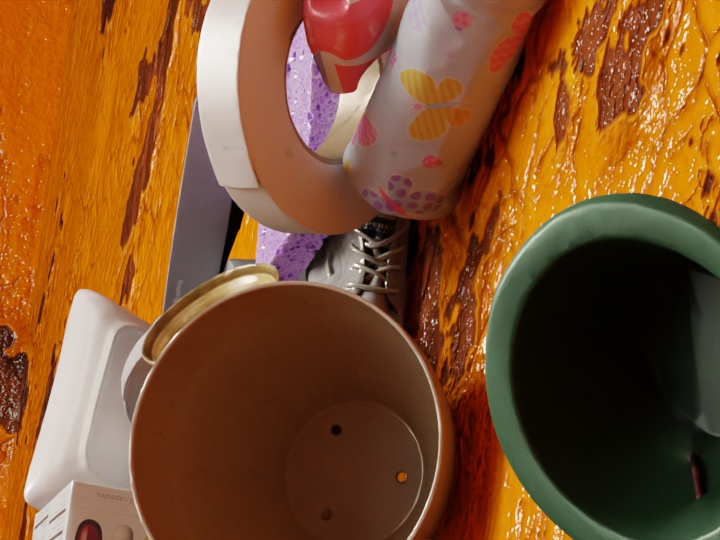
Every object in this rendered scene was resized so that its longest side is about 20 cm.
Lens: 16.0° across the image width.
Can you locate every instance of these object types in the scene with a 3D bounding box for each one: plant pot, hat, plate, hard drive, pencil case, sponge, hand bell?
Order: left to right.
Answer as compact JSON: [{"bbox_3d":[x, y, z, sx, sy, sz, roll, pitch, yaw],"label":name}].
[{"bbox_3d":[-0.147,0.129,1.955,0.032,0.200,0.200,-35,34,43],"label":"plate"},{"bbox_3d":[-0.106,-0.076,1.906,0.135,0.042,0.200,-73,-4,-52],"label":"hard drive"},{"bbox_3d":[-0.048,0.104,1.689,0.104,0.200,0.104,-28,23,13],"label":"hand bell"},{"bbox_3d":[-0.041,-0.096,1.804,0.112,0.030,0.200,125,153,-55],"label":"sponge"},{"bbox_3d":[-0.025,0.117,1.575,0.134,0.200,0.201,32,-116,-68],"label":"plant pot"},{"bbox_3d":[0.054,-0.126,1.601,0.091,0.083,0.200,-71,2,-52],"label":"pencil case"},{"bbox_3d":[0.167,0.037,1.161,0.200,0.176,0.166,36,118,33],"label":"hat"}]

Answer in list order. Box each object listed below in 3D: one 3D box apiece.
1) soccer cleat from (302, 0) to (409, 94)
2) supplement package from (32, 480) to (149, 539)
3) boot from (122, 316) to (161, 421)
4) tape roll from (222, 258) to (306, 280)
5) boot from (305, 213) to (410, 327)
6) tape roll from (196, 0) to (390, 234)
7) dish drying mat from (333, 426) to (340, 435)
[{"bbox_3d":[0.027,-0.191,1.660,0.200,0.067,0.077,-47,-36,-41],"label":"soccer cleat"},{"bbox_3d":[-0.128,0.229,1.808,0.156,0.200,0.111,139,139,-69],"label":"supplement package"},{"bbox_3d":[-0.140,0.069,1.842,0.200,0.073,0.096,100,163,-55],"label":"boot"},{"bbox_3d":[-0.066,0.091,1.876,0.200,0.066,0.201,180,90,-81],"label":"tape roll"},{"bbox_3d":[0.000,0.000,1.736,0.200,0.073,0.096,-103,24,-57],"label":"boot"},{"bbox_3d":[-0.030,-0.122,1.662,0.037,0.203,0.203,3,81,37],"label":"tape roll"},{"bbox_3d":[-0.018,0.094,1.856,0.200,0.018,0.077,-109,29,-61],"label":"dish drying mat"}]
